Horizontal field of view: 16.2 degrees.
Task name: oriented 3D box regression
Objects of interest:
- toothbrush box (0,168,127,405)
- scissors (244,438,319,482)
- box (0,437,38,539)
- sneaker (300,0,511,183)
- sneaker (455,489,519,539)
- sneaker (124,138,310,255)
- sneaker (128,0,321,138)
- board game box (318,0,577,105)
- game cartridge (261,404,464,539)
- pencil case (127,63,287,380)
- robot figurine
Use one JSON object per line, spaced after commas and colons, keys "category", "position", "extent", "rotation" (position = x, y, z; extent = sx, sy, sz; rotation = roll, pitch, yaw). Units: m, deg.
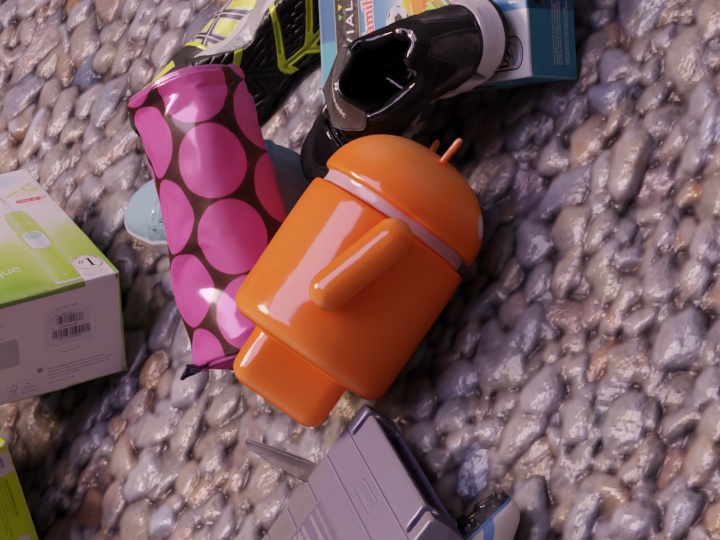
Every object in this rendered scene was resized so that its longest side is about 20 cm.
{"category": "toothbrush box", "position": [-0.275, 0.014, 1.864], "extent": [0.200, 0.145, 0.087], "rotation": [42, 141, 54]}
{"category": "scissors", "position": [-0.014, 0.131, 1.606], "extent": [0.073, 0.014, 0.200], "rotation": [-55, 35, 8]}
{"category": "box", "position": [-0.300, 0.156, 1.830], "extent": [0.047, 0.123, 0.200], "rotation": [-27, 28, -26]}
{"category": "sneaker", "position": [0.005, -0.112, 1.629], "extent": [0.200, 0.090, 0.067], "rotation": [-38, 69, 45]}
{"category": "sneaker", "position": [0.043, 0.218, 1.447], "extent": [0.201, 0.072, 0.072], "rotation": [-59, 7, -20]}
{"category": "sneaker", "position": [-0.112, -0.064, 1.795], "extent": [0.199, 0.082, 0.074], "rotation": [-12, 55, 44]}
{"category": "sneaker", "position": [-0.085, -0.160, 1.850], "extent": [0.199, 0.075, 0.077], "rotation": [-34, 34, 14]}
{"category": "board game box", "position": [0.052, -0.192, 1.674], "extent": [0.199, 0.047, 0.152], "rotation": [-5, 88, 47]}
{"category": "game cartridge", "position": [-0.006, 0.167, 1.489], "extent": [0.130, 0.038, 0.200], "rotation": [-57, 18, 8]}
{"category": "pencil case", "position": [-0.098, -0.033, 1.683], "extent": [0.093, 0.090, 0.202], "rotation": [-18, 84, 55]}
{"category": "robot figurine", "position": [0.001, 0.000, 1.588], "extent": [0.116, 0.144, 0.201], "rotation": [32, 86, 35]}
